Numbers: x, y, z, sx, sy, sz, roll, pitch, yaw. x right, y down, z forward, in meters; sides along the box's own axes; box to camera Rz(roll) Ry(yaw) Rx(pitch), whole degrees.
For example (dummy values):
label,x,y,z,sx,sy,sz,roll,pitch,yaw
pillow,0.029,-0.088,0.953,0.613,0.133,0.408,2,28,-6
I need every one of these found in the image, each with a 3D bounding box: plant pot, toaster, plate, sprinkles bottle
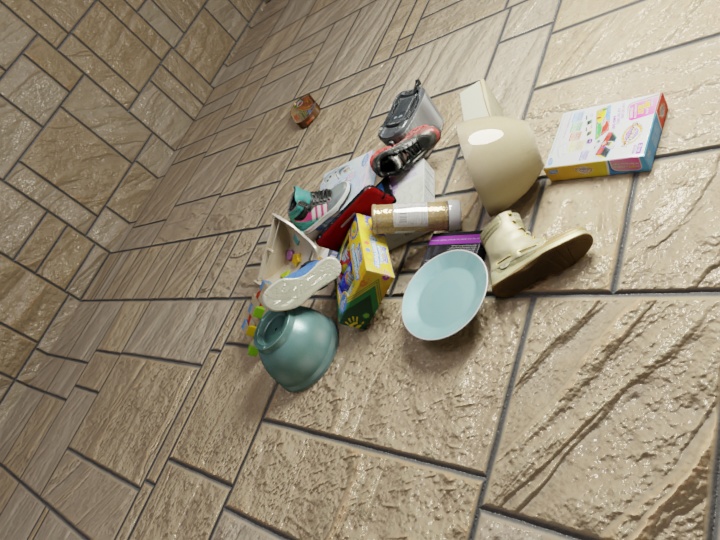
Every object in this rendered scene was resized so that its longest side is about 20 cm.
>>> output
label,x,y,z,sx,sy,sz,roll,pitch,yaw
plant pot,-0.167,0.164,1.341,0.198,0.134,0.203,-29,39,27
toaster,0.141,-0.388,1.512,0.112,0.129,0.203,1,59,47
plate,0.166,0.051,1.114,0.198,0.026,0.203,-27,42,27
sprinkles bottle,0.122,-0.117,1.254,0.195,0.069,0.069,-2,47,4
plant pot,0.293,-0.228,1.153,0.132,0.201,0.203,-20,43,21

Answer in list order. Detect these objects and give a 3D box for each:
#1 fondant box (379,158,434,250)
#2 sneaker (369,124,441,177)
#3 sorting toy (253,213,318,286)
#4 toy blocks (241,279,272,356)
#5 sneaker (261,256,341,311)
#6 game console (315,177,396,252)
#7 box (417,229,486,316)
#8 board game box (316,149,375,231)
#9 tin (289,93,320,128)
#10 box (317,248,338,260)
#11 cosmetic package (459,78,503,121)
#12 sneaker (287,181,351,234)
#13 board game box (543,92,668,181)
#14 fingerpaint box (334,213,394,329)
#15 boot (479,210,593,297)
label,x,y,z,sx,sy,sz,roll,pitch,yaw
fondant box,0.111,-0.162,1.401,0.143,0.058,0.203,-25,41,32
sneaker,0.112,-0.288,1.400,0.198,0.071,0.098,-27,24,16
sorting toy,-0.186,-0.030,1.559,0.179,0.106,0.204,25,101,44
toy blocks,-0.259,0.110,1.520,0.137,0.098,0.204,38,107,60
sneaker,-0.141,0.033,1.333,0.198,0.078,0.111,-32,4,-12
game console,-0.018,-0.152,1.400,0.200,0.171,0.120,-44,59,21
box,0.179,0.010,1.186,0.141,0.036,0.203,0,57,47
board game box,-0.045,-0.230,1.646,0.197,0.043,0.203,-18,46,39
tin,-0.214,-0.614,2.193,0.111,0.042,0.201,-39,36,8
box,-0.023,-0.073,1.481,0.202,0.041,0.119,-54,34,-2
cosmetic package,0.291,-0.341,1.328,0.072,0.103,0.203,-26,42,27
sneaker,-0.130,-0.200,1.570,0.199,0.120,0.084,-40,38,16
board game box,0.472,-0.255,1.102,0.198,0.040,0.155,2,60,49
fingerpaint box,0.000,0.000,1.300,0.202,0.072,0.168,-99,29,-47
boot,0.319,-0.058,1.062,0.199,0.072,0.158,-35,40,29
